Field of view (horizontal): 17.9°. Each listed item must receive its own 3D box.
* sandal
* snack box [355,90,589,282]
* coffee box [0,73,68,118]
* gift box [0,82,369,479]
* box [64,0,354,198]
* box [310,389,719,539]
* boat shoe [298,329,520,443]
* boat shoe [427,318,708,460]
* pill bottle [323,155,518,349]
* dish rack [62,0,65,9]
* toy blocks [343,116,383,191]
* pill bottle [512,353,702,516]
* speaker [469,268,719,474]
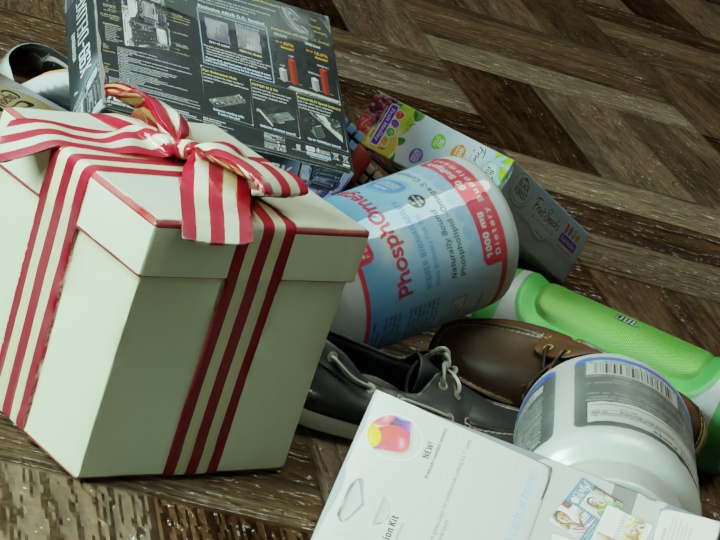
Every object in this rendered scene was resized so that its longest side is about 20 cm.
[{"bbox_3d":[-0.234,-0.142,1.739,0.079,0.059,0.206,19,-16,-30],"label":"sandal"},{"bbox_3d":[0.093,-0.067,1.885,0.142,0.053,0.200,28,-4,29],"label":"snack box"},{"bbox_3d":[-0.264,-0.084,1.624,0.200,0.080,0.113,29,20,28],"label":"coffee box"},{"bbox_3d":[-0.126,0.005,1.327,0.184,0.187,0.200,32,20,37],"label":"gift box"},{"bbox_3d":[-0.109,-0.136,1.633,0.200,0.050,0.158,13,47,-27],"label":"box"},{"bbox_3d":[0.073,0.162,1.189,0.200,0.041,0.156,21,49,4],"label":"box"},{"bbox_3d":[0.041,0.081,1.479,0.199,0.063,0.073,13,15,-22],"label":"boat shoe"},{"bbox_3d":[0.138,0.075,1.545,0.200,0.072,0.068,20,-15,15],"label":"boat shoe"},{"bbox_3d":[0.000,0.000,1.537,0.200,0.109,0.109,-21,38,-31],"label":"pill bottle"},{"bbox_3d":[-0.177,-0.149,1.763,0.054,0.200,0.153,-27,35,-14],"label":"dish rack"},{"bbox_3d":[-0.046,-0.097,1.772,0.200,0.100,0.137,42,-11,-12],"label":"toy blocks"},{"bbox_3d":[0.143,0.131,1.354,0.113,0.114,0.200,19,18,0],"label":"pill bottle"},{"bbox_3d":[0.176,0.070,1.624,0.200,0.089,0.088,24,18,16],"label":"speaker"}]
